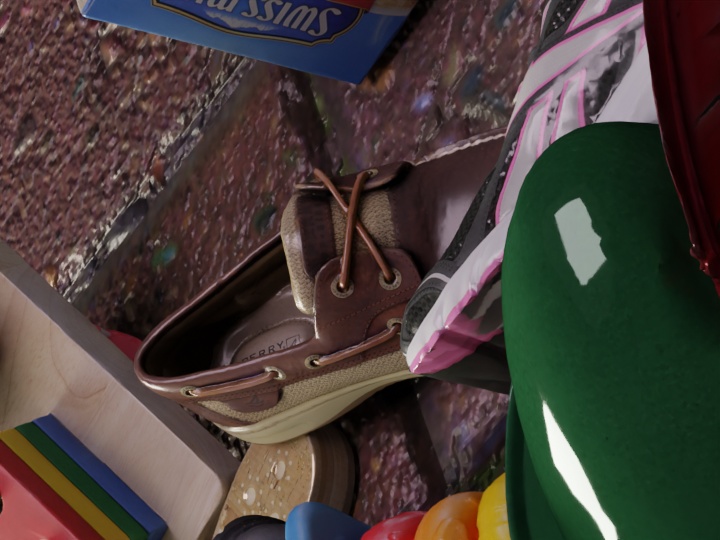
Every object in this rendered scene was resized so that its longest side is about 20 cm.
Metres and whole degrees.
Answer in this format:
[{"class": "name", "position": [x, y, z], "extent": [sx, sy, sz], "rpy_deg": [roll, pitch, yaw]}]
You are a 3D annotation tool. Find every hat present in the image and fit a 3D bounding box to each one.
[{"class": "hat", "position": [0.057, -0.007, 0.797], "extent": [0.165, 0.176, 0.200], "rpy_deg": [-9, 62, 40]}]

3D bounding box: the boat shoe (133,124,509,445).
[{"class": "boat shoe", "position": [0.000, 0.000, 1.049], "extent": [0.200, 0.072, 0.072], "rpy_deg": [-29, 56, 34]}]

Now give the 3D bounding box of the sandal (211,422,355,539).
[{"class": "sandal", "position": [-0.071, 0.151, 1.117], "extent": [0.078, 0.070, 0.212], "rpy_deg": [30, 105, 54]}]

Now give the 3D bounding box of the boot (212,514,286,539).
[{"class": "boot", "position": [-0.003, 0.188, 1.025], "extent": [0.132, 0.070, 0.200], "rpy_deg": [0, 91, 52]}]

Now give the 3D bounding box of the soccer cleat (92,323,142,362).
[{"class": "soccer cleat", "position": [-0.152, 0.082, 1.274], "extent": [0.200, 0.076, 0.067], "rpy_deg": [-23, 37, 30]}]

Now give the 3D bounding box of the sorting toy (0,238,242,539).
[{"class": "sorting toy", "position": [-0.175, 0.099, 1.198], "extent": [0.199, 0.070, 0.200], "rpy_deg": [41, 120, 19]}]

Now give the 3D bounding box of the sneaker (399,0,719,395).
[{"class": "sneaker", "position": [0.082, -0.047, 0.966], "extent": [0.200, 0.080, 0.086], "rpy_deg": [-49, 42, 16]}]

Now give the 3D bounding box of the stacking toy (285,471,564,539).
[{"class": "stacking toy", "position": [0.082, 0.091, 0.914], "extent": [0.200, 0.116, 0.110], "rpy_deg": [-35, 46, 27]}]

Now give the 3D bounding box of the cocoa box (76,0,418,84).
[{"class": "cocoa box", "position": [-0.047, -0.192, 1.137], "extent": [0.131, 0.133, 0.200], "rpy_deg": [-53, 41, 32]}]
